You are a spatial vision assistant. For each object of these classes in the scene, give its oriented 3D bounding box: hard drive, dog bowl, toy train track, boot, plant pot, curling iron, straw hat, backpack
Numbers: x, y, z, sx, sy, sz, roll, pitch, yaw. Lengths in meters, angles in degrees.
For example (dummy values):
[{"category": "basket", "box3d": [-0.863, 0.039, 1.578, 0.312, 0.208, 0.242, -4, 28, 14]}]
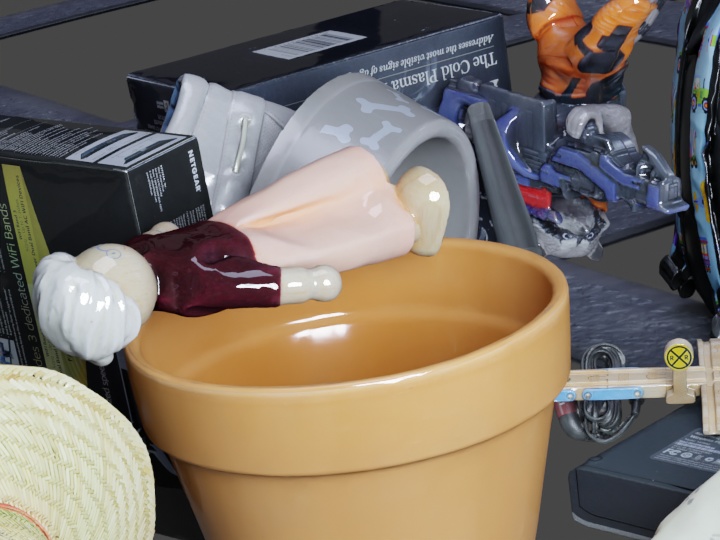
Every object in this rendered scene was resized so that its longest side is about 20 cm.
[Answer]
[{"category": "hard drive", "box3d": [0.216, 0.084, 1.264, 0.139, 0.033, 0.200, 10, 25, 43]}, {"category": "dog bowl", "box3d": [0.000, 0.000, 1.368, 0.059, 0.200, 0.200, 16, 26, 22]}, {"category": "toy train track", "box3d": [0.136, 0.045, 1.294, 0.200, 0.033, 0.115, -3, 20, 6]}, {"category": "boot", "box3d": [-0.093, -0.001, 1.374, 0.095, 0.200, 0.074, 22, -8, -12]}, {"category": "plant pot", "box3d": [0.001, 0.081, 1.187, 0.200, 0.140, 0.200, -6, 17, 2]}, {"category": "curling iron", "box3d": [0.096, 0.001, 1.372, 0.050, 0.200, 0.026, -17, -21, -15]}, {"category": "straw hat", "box3d": [-0.153, 0.141, 1.010, 0.201, 0.201, 0.085, -15, 33, -23]}, {"category": "backpack", "box3d": [0.239, -0.066, 1.437, 0.134, 0.200, 0.183, -5, 14, -3]}]

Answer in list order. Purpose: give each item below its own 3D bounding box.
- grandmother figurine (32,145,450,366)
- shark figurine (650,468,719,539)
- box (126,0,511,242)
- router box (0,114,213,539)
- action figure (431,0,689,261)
[{"category": "grandmother figurine", "box3d": [-0.061, -0.007, 1.169, 0.200, 0.061, 0.121, -19, 12, -38]}, {"category": "shark figurine", "box3d": [0.220, 0.110, 1.098, 0.214, 0.089, 0.128, 1, 63, 44]}, {"category": "box", "box3d": [-0.012, -0.043, 1.509, 0.200, 0.182, 0.104, -19, 21, -30]}, {"category": "router box", "box3d": [-0.134, 0.027, 1.312, 0.157, 0.200, 0.052, 9, 28, 41]}, {"category": "action figure", "box3d": [0.136, -0.091, 1.409, 0.105, 0.194, 0.200, -2, 23, -38]}]
